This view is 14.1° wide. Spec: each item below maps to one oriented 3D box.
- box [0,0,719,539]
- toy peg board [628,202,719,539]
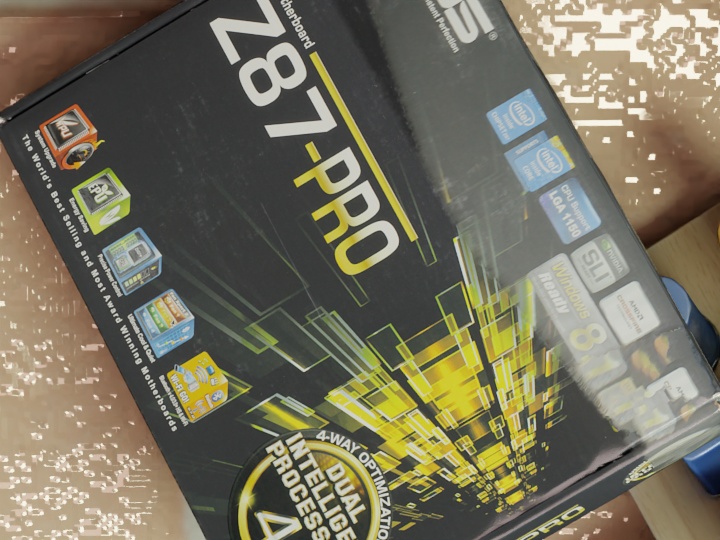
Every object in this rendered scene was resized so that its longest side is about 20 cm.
[{"bbox_3d":[0.000,0.000,0.901,0.161,0.049,0.201,-29,74,5],"label":"box"},{"bbox_3d":[0.175,0.034,0.891,0.199,0.098,0.201,-32,65,6],"label":"toy peg board"}]
